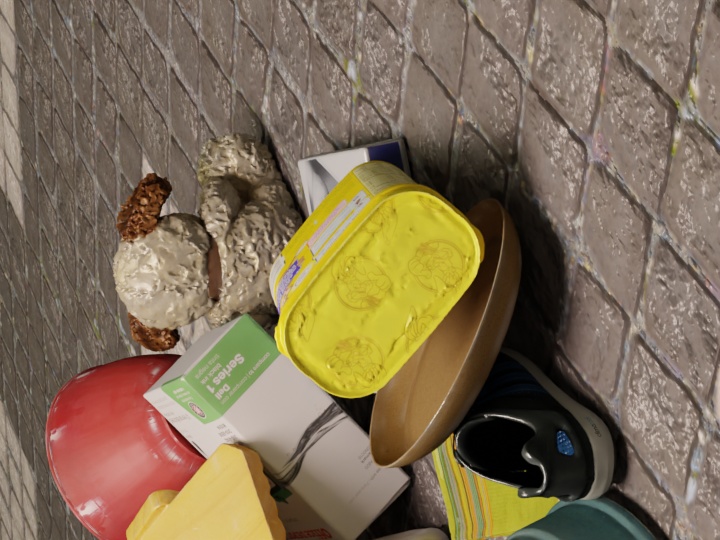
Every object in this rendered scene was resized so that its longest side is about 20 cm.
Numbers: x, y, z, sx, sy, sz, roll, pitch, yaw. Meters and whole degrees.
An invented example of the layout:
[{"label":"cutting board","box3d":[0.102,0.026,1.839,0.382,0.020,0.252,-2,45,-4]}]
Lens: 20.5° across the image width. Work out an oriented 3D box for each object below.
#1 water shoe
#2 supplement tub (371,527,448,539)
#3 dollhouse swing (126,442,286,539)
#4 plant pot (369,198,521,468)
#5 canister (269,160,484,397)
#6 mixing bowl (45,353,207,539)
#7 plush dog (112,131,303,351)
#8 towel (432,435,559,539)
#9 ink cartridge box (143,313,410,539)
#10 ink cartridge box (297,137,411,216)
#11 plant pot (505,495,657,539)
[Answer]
[{"label":"water shoe","box3d":[0.092,0.099,1.351,0.200,0.079,0.072,25,114,58]},{"label":"supplement tub","box3d":[0.030,0.316,1.585,0.132,0.132,0.200,154,102,-68]},{"label":"dollhouse swing","box3d":[-0.079,0.263,1.639,0.176,0.182,0.200,-39,52,22]},{"label":"plant pot","box3d":[0.062,0.047,1.366,0.200,0.027,0.200,-157,90,-78]},{"label":"canister","box3d":[0.004,-0.001,1.397,0.087,0.149,0.200,39,-176,-12]},{"label":"mixing bowl","box3d":[-0.169,0.152,1.790,0.108,0.200,0.200,-36,66,39]},{"label":"plush dog","box3d":[-0.134,-0.004,1.752,0.160,0.172,0.200,-141,43,-57]},{"label":"towel","box3d":[0.101,0.154,1.467,0.200,0.018,0.086,149,106,-68]},{"label":"ink cartridge box","box3d":[-0.072,0.141,1.679,0.200,0.084,0.146,46,160,-6]},{"label":"ink cartridge box","box3d":[0.000,0.000,1.598,0.200,0.041,0.200,174,83,-69]},{"label":"plant pot","box3d":[0.092,0.269,1.286,0.200,0.196,0.200,42,141,48]}]
